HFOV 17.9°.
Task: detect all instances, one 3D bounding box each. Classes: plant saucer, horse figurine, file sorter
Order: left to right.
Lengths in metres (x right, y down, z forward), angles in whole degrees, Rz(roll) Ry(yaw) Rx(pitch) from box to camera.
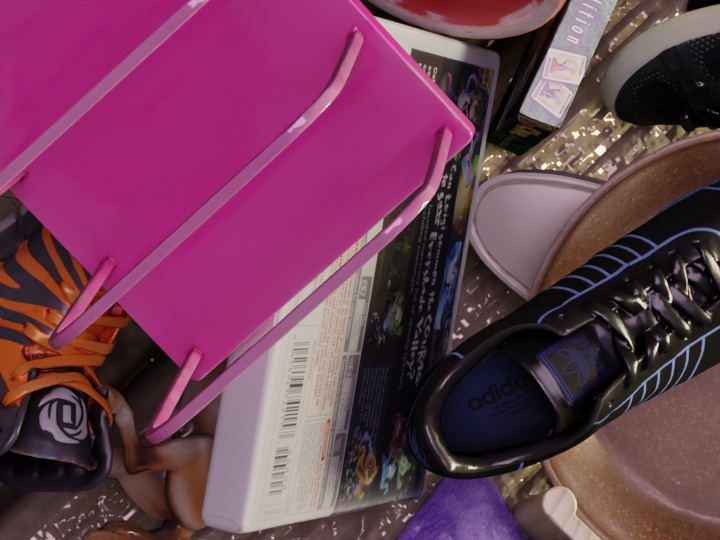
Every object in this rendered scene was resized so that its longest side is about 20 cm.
[{"bbox_3d":[-0.082,-0.063,0.756,0.139,0.125,0.200,-41,97,13],"label":"file sorter"},{"bbox_3d":[-0.063,0.052,0.967,0.050,0.133,0.200,20,74,41],"label":"horse figurine"},{"bbox_3d":[0.168,0.038,0.975,0.200,0.037,0.201,0,95,4],"label":"plant saucer"}]

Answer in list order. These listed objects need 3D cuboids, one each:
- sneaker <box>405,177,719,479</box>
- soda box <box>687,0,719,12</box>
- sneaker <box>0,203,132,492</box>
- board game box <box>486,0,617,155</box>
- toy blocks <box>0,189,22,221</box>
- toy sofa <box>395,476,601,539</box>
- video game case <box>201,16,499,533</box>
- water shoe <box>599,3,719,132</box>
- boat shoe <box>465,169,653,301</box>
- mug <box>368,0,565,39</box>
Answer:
[{"bbox_3d":[0.107,0.026,0.921,0.200,0.078,0.070,-34,93,6],"label":"sneaker"},{"bbox_3d":[0.257,-0.133,1.047,0.200,0.063,0.071,13,79,-3],"label":"soda box"},{"bbox_3d":[-0.100,0.019,0.878,0.200,0.078,0.112,-37,48,28],"label":"sneaker"},{"bbox_3d":[0.111,-0.148,1.003,0.023,0.105,0.200,25,85,-1],"label":"board game box"},{"bbox_3d":[-0.141,-0.048,0.934,0.137,0.200,0.100,11,48,-14],"label":"toy blocks"},{"bbox_3d":[0.021,0.174,0.956,0.098,0.083,0.200,44,78,2],"label":"toy sofa"},{"bbox_3d":[0.000,0.000,0.921,0.023,0.182,0.200,11,93,24],"label":"video game case"},{"bbox_3d":[0.197,-0.076,0.987,0.200,0.071,0.079,-10,71,27],"label":"water shoe"},{"bbox_3d":[0.142,0.005,1.021,0.200,0.057,0.067,18,96,2],"label":"boat shoe"},{"bbox_3d":[0.074,-0.195,0.959,0.178,0.133,0.200,46,53,-39],"label":"mug"}]
